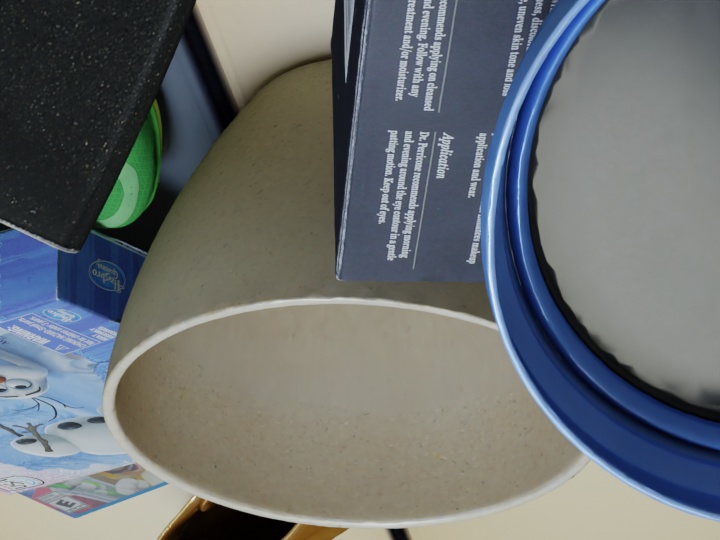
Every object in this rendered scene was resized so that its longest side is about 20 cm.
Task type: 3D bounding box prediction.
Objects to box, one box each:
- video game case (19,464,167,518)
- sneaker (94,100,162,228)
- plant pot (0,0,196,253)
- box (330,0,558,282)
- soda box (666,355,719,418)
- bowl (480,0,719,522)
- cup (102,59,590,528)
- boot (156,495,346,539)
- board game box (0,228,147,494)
[{"bbox_3d":[-0.172,0.070,1.296,0.143,0.018,0.200,-22,142,37],"label":"video game case"},{"bbox_3d":[-0.128,-0.063,0.994,0.074,0.084,0.200,-2,153,10],"label":"sneaker"},{"bbox_3d":[-0.134,-0.157,0.712,0.199,0.200,0.178,28,105,-35],"label":"plant pot"},{"bbox_3d":[0.086,-0.088,0.806,0.181,0.105,0.200,2,149,-4],"label":"box"},{"bbox_3d":[0.189,0.003,0.800,0.199,0.068,0.064,-13,148,2],"label":"soda box"},{"bbox_3d":[0.131,-0.022,0.713,0.200,0.039,0.202,-2,116,-3],"label":"bowl"},{"bbox_3d":[0.000,0.000,1.036,0.199,0.144,0.201,2,149,1],"label":"cup"},{"bbox_3d":[-0.066,0.131,1.280,0.201,0.071,0.144,-35,170,33],"label":"boot"},{"bbox_3d":[-0.151,0.045,1.159,0.198,0.044,0.200,-15,155,31],"label":"board game box"}]
